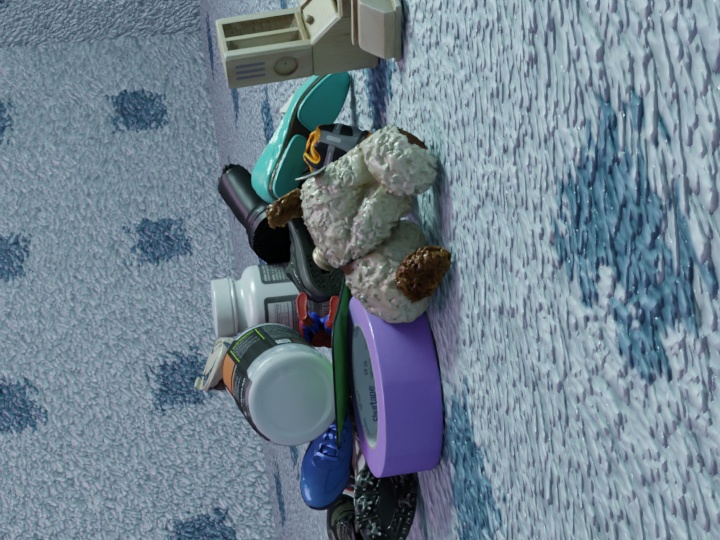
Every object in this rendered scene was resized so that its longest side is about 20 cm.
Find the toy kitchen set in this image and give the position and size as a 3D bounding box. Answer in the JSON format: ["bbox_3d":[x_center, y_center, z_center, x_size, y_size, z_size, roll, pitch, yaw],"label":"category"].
[{"bbox_3d":[-0.060,-0.279,1.225,0.201,0.179,0.164,89,168,-50],"label":"toy kitchen set"}]

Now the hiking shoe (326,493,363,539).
[{"bbox_3d":[0.009,0.357,1.580,0.200,0.075,0.101,-127,40,-53],"label":"hiking shoe"}]

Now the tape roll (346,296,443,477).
[{"bbox_3d":[0.035,0.124,1.282,0.200,0.065,0.202,173,90,-80],"label":"tape roll"}]

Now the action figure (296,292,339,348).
[{"bbox_3d":[-0.048,0.068,1.498,0.200,0.065,0.052,89,-177,-73],"label":"action figure"}]

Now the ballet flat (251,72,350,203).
[{"bbox_3d":[-0.085,-0.179,1.476,0.070,0.067,0.201,15,74,43],"label":"ballet flat"}]

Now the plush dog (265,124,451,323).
[{"bbox_3d":[0.013,-0.027,1.156,0.173,0.160,0.200,59,167,3],"label":"plush dog"}]

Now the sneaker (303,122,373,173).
[{"bbox_3d":[-0.033,-0.140,1.401,0.200,0.077,0.079,151,136,-74],"label":"sneaker"}]

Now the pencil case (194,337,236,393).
[{"bbox_3d":[-0.124,0.152,1.596,0.078,0.199,0.090,-116,45,-64],"label":"pencil case"}]

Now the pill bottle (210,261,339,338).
[{"bbox_3d":[-0.107,0.044,1.622,0.111,0.198,0.112,174,90,-80],"label":"pill bottle"}]

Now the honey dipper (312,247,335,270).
[{"bbox_3d":[-0.004,-0.069,1.347,0.200,0.038,0.038,125,140,-48],"label":"honey dipper"}]

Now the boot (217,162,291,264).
[{"bbox_3d":[-0.151,-0.089,1.661,0.163,0.073,0.198,55,174,24],"label":"boot"}]

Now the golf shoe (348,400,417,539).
[{"bbox_3d":[0.028,0.251,1.401,0.095,0.077,0.201,86,-179,-59],"label":"golf shoe"}]

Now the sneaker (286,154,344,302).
[{"bbox_3d":[-0.071,-0.050,1.531,0.114,0.076,0.201,132,126,-68],"label":"sneaker"}]

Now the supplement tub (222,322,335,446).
[{"bbox_3d":[-0.105,0.136,1.452,0.200,0.122,0.124,-149,53,-71],"label":"supplement tub"}]

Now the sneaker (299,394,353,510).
[{"bbox_3d":[-0.031,0.203,1.476,0.079,0.065,0.201,80,-151,-61],"label":"sneaker"}]

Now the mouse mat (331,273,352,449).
[{"bbox_3d":[-0.020,0.093,1.367,0.200,0.007,0.162,-77,-13,-61],"label":"mouse mat"}]

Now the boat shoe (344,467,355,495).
[{"bbox_3d":[-0.003,0.241,1.555,0.200,0.071,0.063,-119,27,-74],"label":"boat shoe"}]
